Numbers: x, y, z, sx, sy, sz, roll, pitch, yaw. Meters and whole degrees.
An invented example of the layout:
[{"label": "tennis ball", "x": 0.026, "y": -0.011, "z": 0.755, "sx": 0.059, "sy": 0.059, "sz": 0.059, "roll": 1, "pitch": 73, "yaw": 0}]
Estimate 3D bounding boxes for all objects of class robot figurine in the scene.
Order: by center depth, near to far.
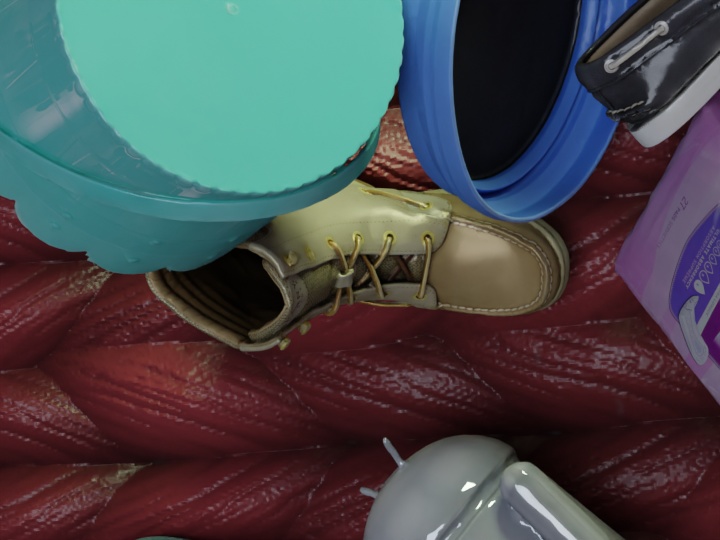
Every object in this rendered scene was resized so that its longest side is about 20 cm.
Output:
[{"label": "robot figurine", "x": 0.083, "y": 0.169, "z": 1.265, "sx": 0.200, "sy": 0.113, "sz": 0.170, "roll": 38, "pitch": 138, "yaw": 10}]

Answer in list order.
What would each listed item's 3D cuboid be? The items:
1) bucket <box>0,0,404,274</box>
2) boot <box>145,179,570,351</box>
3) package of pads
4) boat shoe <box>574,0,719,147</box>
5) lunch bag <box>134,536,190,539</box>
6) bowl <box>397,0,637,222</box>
[{"label": "bucket", "x": -0.084, "y": -0.106, "z": 1.108, "sx": 0.209, "sy": 0.206, "sz": 0.135, "roll": 65, "pitch": 153, "yaw": -1}, {"label": "boot", "x": 0.000, "y": 0.000, "z": 1.238, "sx": 0.198, "sy": 0.155, "sz": 0.073, "roll": 16, "pitch": 112, "yaw": 18}, {"label": "package of pads", "x": 0.216, "y": 0.016, "z": 1.155, "sx": 0.200, "sy": 0.075, "sz": 0.121, "roll": 57, "pitch": 137, "yaw": 39}, {"label": "boat shoe", "x": 0.191, "y": -0.155, "z": 1.170, "sx": 0.060, "sy": 0.074, "sz": 0.200, "roll": 40, "pitch": 99, "yaw": -13}, {"label": "lunch bag", "x": -0.089, "y": 0.265, "z": 1.365, "sx": 0.159, "sy": 0.077, "sz": 0.202, "roll": 4, "pitch": 101, "yaw": 18}, {"label": "bowl", "x": 0.084, "y": -0.126, "z": 1.169, "sx": 0.039, "sy": 0.200, "sz": 0.202, "roll": 15, "pitch": 105, "yaw": 32}]
